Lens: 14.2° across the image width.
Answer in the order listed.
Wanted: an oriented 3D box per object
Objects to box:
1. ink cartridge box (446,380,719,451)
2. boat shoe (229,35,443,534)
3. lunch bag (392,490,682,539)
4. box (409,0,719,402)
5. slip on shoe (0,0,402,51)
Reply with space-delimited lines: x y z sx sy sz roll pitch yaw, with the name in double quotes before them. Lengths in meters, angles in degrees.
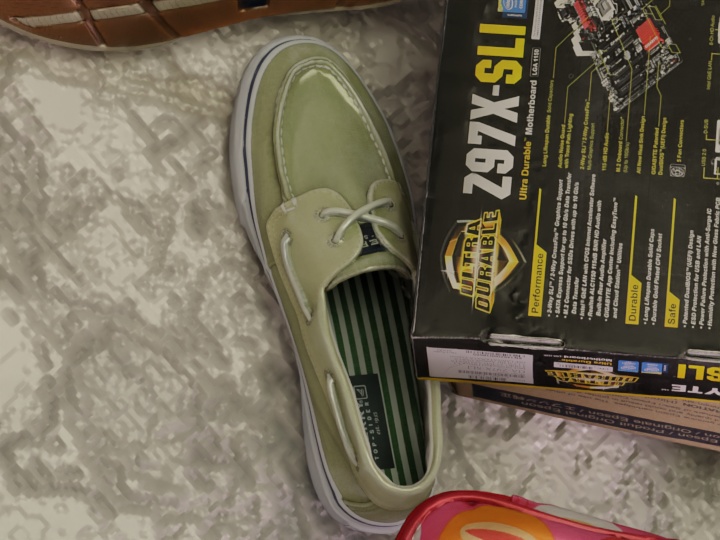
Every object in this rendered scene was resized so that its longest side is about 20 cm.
"ink cartridge box" 0.133 -0.036 1.146 0.164 0.075 0.201 12 72 9
"boat shoe" 0.000 0.000 1.123 0.072 0.062 0.201 -10 78 -21
"lunch bag" 0.085 0.182 1.027 0.199 0.082 0.177 15 76 -2
"box" 0.107 -0.054 1.090 0.158 0.049 0.201 3 70 7
"slip on shoe" -0.066 -0.137 1.142 0.198 0.076 0.061 -8 39 -13
